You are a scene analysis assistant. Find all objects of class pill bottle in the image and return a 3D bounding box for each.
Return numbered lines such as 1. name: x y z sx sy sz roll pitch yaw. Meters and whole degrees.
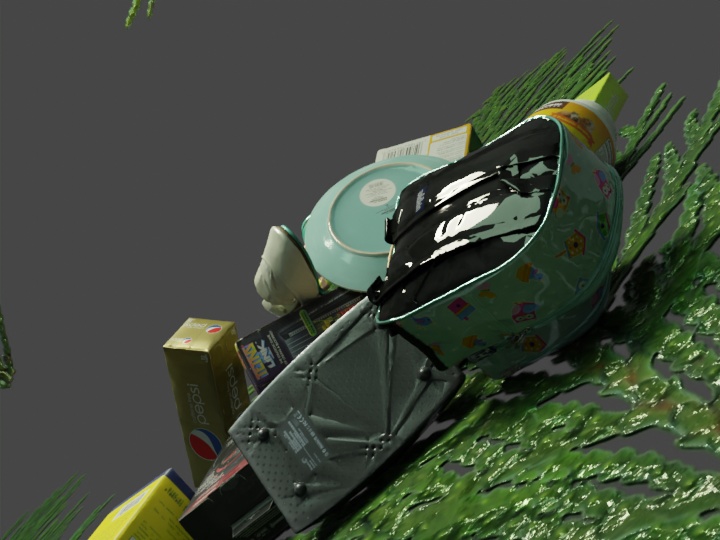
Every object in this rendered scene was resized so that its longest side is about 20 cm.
1. pill bottle: 0.202 -0.111 1.239 0.109 0.110 0.200 -35 4 41

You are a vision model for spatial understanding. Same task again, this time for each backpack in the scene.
1. backpack: 0.123 -0.020 0.949 0.200 0.152 0.177 -38 27 44

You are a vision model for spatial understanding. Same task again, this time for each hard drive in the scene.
1. hard drive: -0.010 0.123 1.040 0.200 0.135 0.042 -43 -32 3

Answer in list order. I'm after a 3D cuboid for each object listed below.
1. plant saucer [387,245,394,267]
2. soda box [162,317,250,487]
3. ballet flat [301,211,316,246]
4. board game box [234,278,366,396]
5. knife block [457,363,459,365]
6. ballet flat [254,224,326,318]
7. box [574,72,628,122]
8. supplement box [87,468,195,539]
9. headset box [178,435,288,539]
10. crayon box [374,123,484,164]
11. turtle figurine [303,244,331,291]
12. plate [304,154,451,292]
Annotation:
1. plant saucer: 0.123 -0.011 1.100 0.197 0.036 0.202 -13 46 14
2. soda box: -0.173 0.160 1.384 0.063 0.203 0.068 4 29 22
3. ballet flat: 0.000 0.000 1.357 0.067 0.071 0.200 -43 -37 4
4. board game box: -0.050 0.080 1.294 0.164 0.057 0.200 -29 -10 -8
5. knife block: 0.069 0.068 1.135 0.175 0.064 0.200 -39 7 35
6. ballet flat: -0.076 0.015 1.222 0.069 0.069 0.200 -43 -15 -8
7. box: 0.266 -0.167 1.495 0.122 0.048 0.200 -38 9 37
8. supplement box: -0.224 0.309 1.137 0.109 0.109 0.200 -37 9 33
9. headset box: -0.089 0.199 1.180 0.148 0.075 0.200 -40 8 19
10. crayon box: 0.067 -0.063 1.305 0.124 0.052 0.202 -13 43 27
11. turtle figurine: 0.004 0.013 1.497 0.198 0.065 0.162 -24 -38 -16
12. plate: 0.032 -0.059 1.243 0.197 0.026 0.202 -11 46 12
